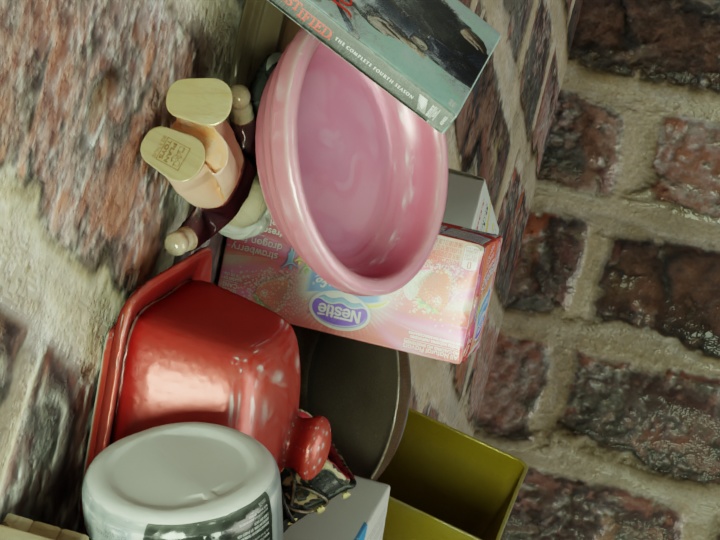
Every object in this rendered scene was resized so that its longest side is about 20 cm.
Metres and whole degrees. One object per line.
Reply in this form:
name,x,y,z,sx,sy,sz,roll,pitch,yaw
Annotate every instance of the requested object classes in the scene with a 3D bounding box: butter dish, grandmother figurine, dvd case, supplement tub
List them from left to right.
supplement tub,-0.106,0.206,1.325,0.123,0.122,0.201,-59,153,-59
grandmother figurine,-0.097,-0.063,1.446,0.122,0.060,0.200,-55,165,-4
butter dish,-0.091,0.103,1.433,0.200,0.147,0.201,-38,140,-73
dvd case,-0.001,-0.187,1.452,0.022,0.200,0.146,-51,-176,32

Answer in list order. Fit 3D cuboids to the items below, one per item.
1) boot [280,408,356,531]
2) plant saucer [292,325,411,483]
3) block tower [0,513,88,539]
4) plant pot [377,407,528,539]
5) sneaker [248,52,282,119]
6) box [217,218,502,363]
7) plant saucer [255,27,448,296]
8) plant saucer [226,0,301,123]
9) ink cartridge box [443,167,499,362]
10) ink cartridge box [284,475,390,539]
boot,-0.075,0.185,1.529,0.150,0.073,0.200,-41,-164,4
plant saucer,-0.012,0.103,1.837,0.200,0.032,0.202,-18,-111,56
block tower,-0.194,0.232,1.294,0.054,0.057,0.201,-65,166,-46
plant pot,0.046,0.284,2.341,0.200,0.199,0.177,-55,168,-65
sneaker,-0.026,-0.097,1.556,0.074,0.080,0.200,-63,156,-5
box,0.000,0.000,1.651,0.103,0.199,0.095,-23,126,-78
plant saucer,-0.010,-0.082,1.486,0.200,0.051,0.202,9,79,-56
plant saucer,-0.058,-0.166,1.615,0.200,0.029,0.202,13,90,-81
ink cartridge box,0.041,-0.013,2.022,0.200,0.144,0.146,56,48,-75
ink cartridge box,-0.074,0.276,1.755,0.147,0.144,0.201,-53,154,-63
